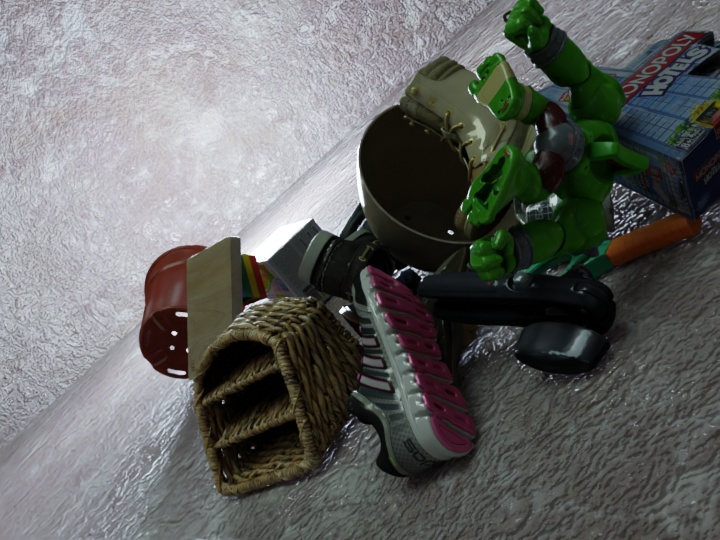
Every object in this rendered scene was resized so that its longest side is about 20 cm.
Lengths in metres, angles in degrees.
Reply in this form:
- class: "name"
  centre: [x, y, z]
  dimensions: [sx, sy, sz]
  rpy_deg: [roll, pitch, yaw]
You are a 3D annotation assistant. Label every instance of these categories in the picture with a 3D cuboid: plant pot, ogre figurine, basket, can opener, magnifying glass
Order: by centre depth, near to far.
- class: "ogre figurine"
  centre: [0.145, -0.087, 0.660]
  dimensions: [0.098, 0.119, 0.202]
  rpy_deg: [-32, 52, 53]
- class: "can opener"
  centre: [0.118, 0.026, 0.702]
  dimensions: [0.079, 0.064, 0.199]
  rpy_deg: [-42, 31, -26]
- class: "magnifying glass"
  centre: [0.201, -0.009, 0.753]
  dimensions: [0.199, 0.022, 0.080]
  rpy_deg: [-25, 20, 49]
- class: "basket"
  centre: [-0.107, 0.129, 0.930]
  dimensions: [0.200, 0.143, 0.149]
  rpy_deg: [-27, 19, 48]
- class: "plant pot"
  centre: [0.086, -0.076, 0.992]
  dimensions: [0.201, 0.200, 0.135]
  rpy_deg: [-50, -13, -31]
- class: "plant pot"
  centre: [-0.314, 0.085, 1.600]
  dimensions: [0.200, 0.201, 0.196]
  rpy_deg: [-38, 22, 16]

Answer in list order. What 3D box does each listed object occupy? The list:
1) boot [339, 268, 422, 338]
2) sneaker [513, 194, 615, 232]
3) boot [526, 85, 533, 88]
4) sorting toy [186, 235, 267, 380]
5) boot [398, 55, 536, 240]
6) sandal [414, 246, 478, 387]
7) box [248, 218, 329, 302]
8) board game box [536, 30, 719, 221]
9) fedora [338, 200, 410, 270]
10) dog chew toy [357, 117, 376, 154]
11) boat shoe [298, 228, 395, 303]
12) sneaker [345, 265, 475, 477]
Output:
- class: "boot"
  centre: [0.034, 0.036, 0.924]
  dimensions: [0.097, 0.075, 0.200]
  rpy_deg: [-45, 2, -3]
- class: "sneaker"
  centre: [0.184, -0.079, 0.846]
  dimensions: [0.080, 0.077, 0.200]
  rpy_deg: [-14, 13, 5]
- class: "boot"
  centre: [0.142, -0.147, 1.077]
  dimensions: [0.145, 0.071, 0.200]
  rpy_deg: [-14, -24, 1]
- class: "sorting toy"
  centre: [-0.207, 0.065, 1.370]
  dimensions: [0.069, 0.201, 0.200]
  rpy_deg: [2, -11, -29]
- class: "boot"
  centre: [0.103, -0.135, 0.910]
  dimensions: [0.201, 0.155, 0.073]
  rpy_deg: [-56, -13, -28]
- class: "sandal"
  centre: [0.082, 0.063, 0.815]
  dimensions: [0.082, 0.054, 0.201]
  rpy_deg: [-40, 26, 35]
- class: "box"
  centre: [-0.109, -0.005, 1.425]
  dimensions: [0.101, 0.113, 0.200]
  rpy_deg: [-44, 12, -16]
- class: "board game box"
  centre: [0.255, -0.145, 0.754]
  dimensions: [0.200, 0.062, 0.199]
  rpy_deg: [-41, 36, -20]
- class: "fedora"
  centre: [0.038, -0.056, 1.182]
  dimensions: [0.201, 0.091, 0.201]
  rpy_deg: [-55, 9, 13]
- class: "dog chew toy"
  centre: [0.048, -0.223, 1.664]
  dimensions: [0.125, 0.125, 0.200]
  rpy_deg: [-46, 6, -18]
- class: "boat shoe"
  centre: [0.000, 0.000, 0.882]
  dimensions: [0.072, 0.060, 0.201]
  rpy_deg: [-67, -15, 8]
- class: "sneaker"
  centre: [0.023, 0.085, 0.729]
  dimensions: [0.087, 0.073, 0.201]
  rpy_deg: [-44, 47, 26]
